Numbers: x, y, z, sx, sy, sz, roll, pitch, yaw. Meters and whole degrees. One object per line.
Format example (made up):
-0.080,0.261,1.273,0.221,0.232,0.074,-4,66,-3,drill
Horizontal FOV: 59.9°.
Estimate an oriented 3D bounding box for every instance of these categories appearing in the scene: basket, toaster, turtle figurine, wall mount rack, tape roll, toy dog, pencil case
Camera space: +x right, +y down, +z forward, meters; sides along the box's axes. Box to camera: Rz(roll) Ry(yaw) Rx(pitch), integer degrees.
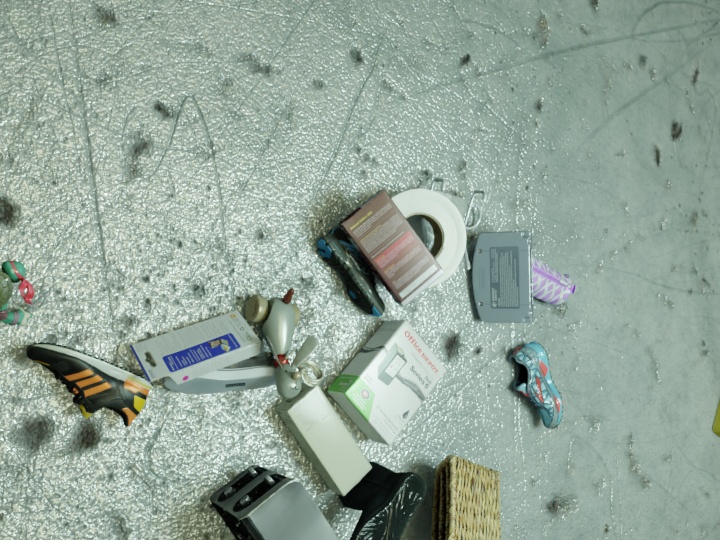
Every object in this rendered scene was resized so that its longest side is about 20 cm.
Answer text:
0.182,0.486,1.243,0.148,0.142,0.202,26,55,-31,basket
-0.141,0.437,1.054,0.118,0.180,0.201,-37,101,-28,toaster
-0.563,0.032,0.916,0.199,0.100,0.151,-35,101,-22,turtle figurine
0.196,-0.103,1.371,0.198,0.074,0.176,11,97,-27,wall mount rack
0.113,-0.064,1.278,0.199,0.071,0.206,-1,95,-9,tape roll
-0.128,0.114,1.108,0.131,0.096,0.201,-11,61,-51,toy dog
0.412,0.016,1.470,0.198,0.085,0.085,23,79,-24,pencil case

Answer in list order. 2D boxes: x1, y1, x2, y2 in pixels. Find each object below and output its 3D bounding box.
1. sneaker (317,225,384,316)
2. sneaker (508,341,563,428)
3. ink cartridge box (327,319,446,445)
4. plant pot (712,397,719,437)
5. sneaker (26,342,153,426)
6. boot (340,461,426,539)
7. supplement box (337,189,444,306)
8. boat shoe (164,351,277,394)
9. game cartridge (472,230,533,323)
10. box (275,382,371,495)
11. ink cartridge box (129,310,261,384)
0.000,0.000,1.247,0.082,0.073,0.201,-39,104,-28,sneaker
0.396,0.273,1.448,0.094,0.079,0.203,-15,83,-20,sneaker
0.055,0.218,1.245,0.146,0.084,0.200,50,64,-15,ink cartridge box
1.174,0.424,1.800,0.199,0.176,0.202,35,69,-22,plant pot
-0.433,0.181,0.982,0.199,0.070,0.091,28,68,-26,sneaker
0.013,0.443,1.146,0.200,0.167,0.077,-46,106,-30,boot
0.058,-0.043,1.205,0.108,0.061,0.201,-38,100,-5,supplement box
-0.242,0.170,1.098,0.197,0.070,0.067,-2,55,-18,boat shoe
0.316,0.015,1.391,0.040,0.132,0.203,-6,95,-67,game cartridge
-0.069,0.315,1.174,0.082,0.068,0.201,-36,102,-27,box
-0.277,0.134,1.060,0.198,0.095,0.037,-16,133,-33,ink cartridge box
